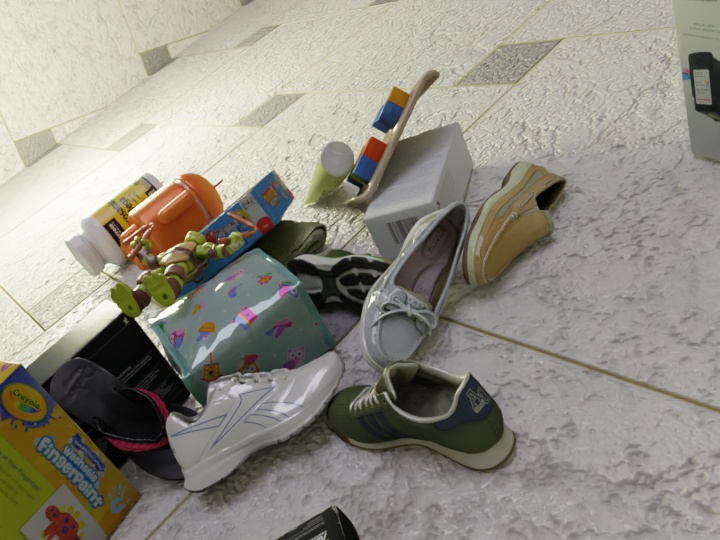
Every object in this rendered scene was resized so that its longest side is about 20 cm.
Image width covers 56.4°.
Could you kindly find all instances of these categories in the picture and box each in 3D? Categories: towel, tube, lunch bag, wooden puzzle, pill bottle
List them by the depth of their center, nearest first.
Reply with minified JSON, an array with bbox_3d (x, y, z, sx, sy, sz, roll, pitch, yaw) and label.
[{"bbox_3d":[-0.149,0.064,0.795,0.169,0.123,0.199,-38,34,-14],"label":"lunch bag"},{"bbox_3d":[0.029,-0.184,0.946,0.203,0.046,0.185,-60,6,0],"label":"wooden puzzle"},{"bbox_3d":[-0.149,-0.005,0.978,0.147,0.037,0.200,9,48,48],"label":"towel"},{"bbox_3d":[-0.047,-0.143,1.030,0.057,0.053,0.200,6,-8,-10],"label":"tube"},{"bbox_3d":[-0.452,-0.085,1.274,0.200,0.114,0.111,-45,34,-25],"label":"pill bottle"}]

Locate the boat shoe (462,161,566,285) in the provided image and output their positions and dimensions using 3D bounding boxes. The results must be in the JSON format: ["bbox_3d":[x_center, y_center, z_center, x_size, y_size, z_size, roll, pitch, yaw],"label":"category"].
[{"bbox_3d":[0.180,-0.056,0.755,0.075,0.073,0.201,14,51,28],"label":"boat shoe"}]

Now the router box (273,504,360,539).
[{"bbox_3d":[-0.071,0.282,0.465,0.197,0.063,0.150,-30,30,-1],"label":"router box"}]

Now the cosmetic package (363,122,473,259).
[{"bbox_3d":[0.083,-0.109,0.903,0.100,0.072,0.202,-12,35,29],"label":"cosmetic package"}]

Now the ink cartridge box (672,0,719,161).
[{"bbox_3d":[0.409,-0.230,0.684,0.144,0.202,0.083,-34,33,-9],"label":"ink cartridge box"}]

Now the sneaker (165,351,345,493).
[{"bbox_3d":[-0.105,0.135,0.669,0.198,0.088,0.074,-32,2,-7],"label":"sneaker"}]

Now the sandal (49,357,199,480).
[{"bbox_3d":[-0.237,0.155,0.699,0.076,0.197,0.045,-62,-1,-23],"label":"sandal"}]

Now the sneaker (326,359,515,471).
[{"bbox_3d":[0.036,0.113,0.596,0.197,0.091,0.067,1,42,41],"label":"sneaker"}]

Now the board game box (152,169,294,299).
[{"bbox_3d":[-0.194,-0.050,0.964,0.194,0.056,0.200,-38,12,10],"label":"board game box"}]

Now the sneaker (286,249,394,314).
[{"bbox_3d":[0.000,0.000,0.825,0.197,0.079,0.088,8,29,39],"label":"sneaker"}]

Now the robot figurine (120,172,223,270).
[{"bbox_3d":[-0.321,-0.089,1.168,0.116,0.145,0.200,33,64,32],"label":"robot figurine"}]

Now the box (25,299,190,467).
[{"bbox_3d":[-0.320,0.157,0.780,0.078,0.143,0.200,11,48,47],"label":"box"}]

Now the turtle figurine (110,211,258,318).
[{"bbox_3d":[-0.228,-0.006,0.806,0.195,0.066,0.162,-2,28,17],"label":"turtle figurine"}]

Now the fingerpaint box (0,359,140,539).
[{"bbox_3d":[-0.338,0.218,0.646,0.072,0.202,0.168,-1,40,38],"label":"fingerpaint box"}]

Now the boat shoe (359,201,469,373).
[{"bbox_3d":[0.061,0.013,0.708,0.204,0.074,0.065,-59,7,-28],"label":"boat shoe"}]
